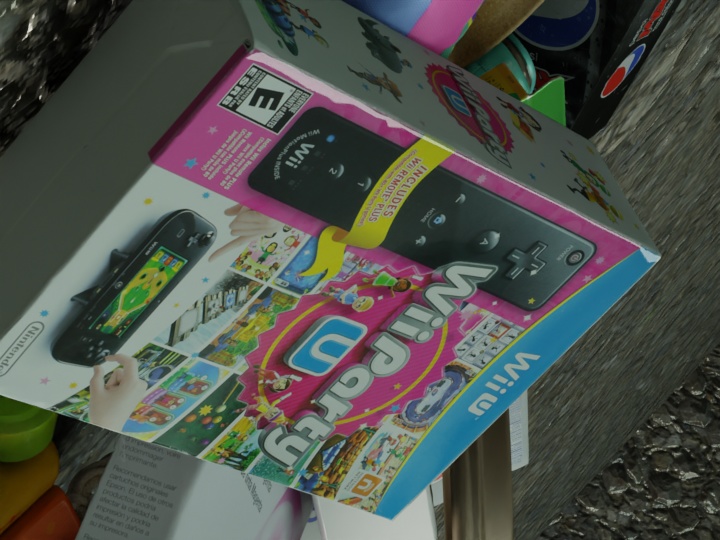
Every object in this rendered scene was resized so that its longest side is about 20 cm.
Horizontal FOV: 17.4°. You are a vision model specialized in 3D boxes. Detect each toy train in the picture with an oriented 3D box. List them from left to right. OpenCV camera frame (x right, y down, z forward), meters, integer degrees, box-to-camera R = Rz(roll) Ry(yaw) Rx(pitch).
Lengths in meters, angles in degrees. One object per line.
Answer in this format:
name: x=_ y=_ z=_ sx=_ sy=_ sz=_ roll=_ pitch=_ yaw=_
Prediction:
toy train: x=-0.130 y=0.079 z=0.902 sx=0.200 sy=0.085 sz=0.116 roll=-44 pitch=151 yaw=-42

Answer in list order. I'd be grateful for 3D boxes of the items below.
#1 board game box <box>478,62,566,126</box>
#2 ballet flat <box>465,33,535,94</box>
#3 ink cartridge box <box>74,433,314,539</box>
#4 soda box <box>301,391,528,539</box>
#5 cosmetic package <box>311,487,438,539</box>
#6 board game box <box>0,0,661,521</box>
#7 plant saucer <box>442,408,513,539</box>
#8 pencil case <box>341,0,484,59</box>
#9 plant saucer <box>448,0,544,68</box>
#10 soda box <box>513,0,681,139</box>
board game box: x=0.003 y=-0.020 z=1.028 sx=0.200 sy=0.030 sz=0.096 roll=-30 pitch=157 yaw=-7
ballet flat: x=0.042 y=-0.050 z=1.143 sx=0.070 sy=0.067 sz=0.200 roll=-36 pitch=160 yaw=-15
ink cartridge box: x=-0.059 y=0.095 z=0.940 sx=0.196 sy=0.043 sz=0.200 roll=75 pitch=36 yaw=-67
soda box: x=-0.010 y=0.093 z=1.192 sx=0.200 sy=0.068 sz=0.064 roll=-21 pitch=120 yaw=-32
cosmetic package: x=-0.001 y=0.060 z=0.984 sx=0.050 sy=0.083 sz=0.200 roll=-10 pitch=131 yaw=1
board game box: x=-0.019 y=-0.006 z=0.782 sx=0.200 sy=0.064 sz=0.148 roll=23 pitch=119 yaw=-43
plant saucer: x=0.052 y=0.095 z=1.081 sx=0.200 sy=0.029 sz=0.201 roll=178 pitch=-90 yaw=-90
pencil case: x=0.034 y=-0.136 z=0.788 sx=0.200 sy=0.088 sz=0.088 roll=-53 pitch=168 yaw=25
plant saucer: x=0.073 y=-0.165 z=0.954 sx=0.200 sy=0.035 sz=0.200 roll=-47 pitch=168 yaw=-14
soda box: x=0.117 y=-0.139 z=1.128 sx=0.071 sy=0.063 sz=0.200 roll=-38 pitch=163 yaw=-42
